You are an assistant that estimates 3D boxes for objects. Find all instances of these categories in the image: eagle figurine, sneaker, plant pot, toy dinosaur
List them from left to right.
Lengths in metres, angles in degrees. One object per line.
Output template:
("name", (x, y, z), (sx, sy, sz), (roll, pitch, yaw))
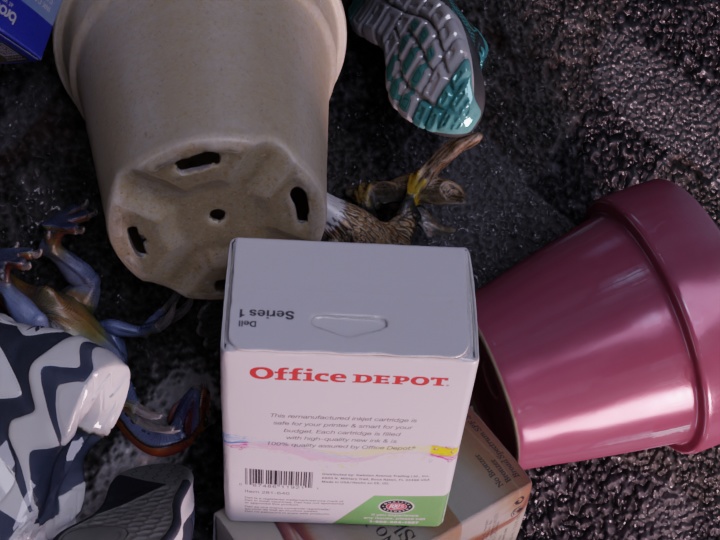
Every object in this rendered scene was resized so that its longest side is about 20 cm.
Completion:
("sneaker", (-0.238, 0.117, 0.893), (0.129, 0.079, 0.201), (27, 99, 21))
("toy dinosaur", (-0.179, 0.047, 0.985), (0.105, 0.199, 0.183), (-47, 134, -40))
("sneaker", (-0.137, 0.217, 0.898), (0.076, 0.202, 0.148), (-1, 98, 8))
("plant pot", (-0.097, -0.091, 0.923), (0.199, 0.201, 0.184), (12, 42, -21))
("eagle figurine", (-0.006, -0.004, 1.009), (0.150, 0.152, 0.201), (22, 44, 7))
("sneaker", (0.062, -0.159, 1.059), (0.091, 0.078, 0.201), (21, 30, -31))
("plant pot", (0.170, 0.055, 1.065), (0.178, 0.200, 0.202), (-20, 88, -8))

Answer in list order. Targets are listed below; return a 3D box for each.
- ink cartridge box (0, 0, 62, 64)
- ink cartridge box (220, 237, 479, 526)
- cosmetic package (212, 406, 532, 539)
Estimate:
("ink cartridge box", (-0.252, -0.210, 0.944), (0.076, 0.136, 0.202), (33, 67, -50))
("ink cartridge box", (-0.011, 0.073, 0.892), (0.143, 0.201, 0.085), (2, 53, -3))
("cosmetic package", (0.007, 0.177, 0.999), (0.199, 0.088, 0.103), (-27, 57, -25))
